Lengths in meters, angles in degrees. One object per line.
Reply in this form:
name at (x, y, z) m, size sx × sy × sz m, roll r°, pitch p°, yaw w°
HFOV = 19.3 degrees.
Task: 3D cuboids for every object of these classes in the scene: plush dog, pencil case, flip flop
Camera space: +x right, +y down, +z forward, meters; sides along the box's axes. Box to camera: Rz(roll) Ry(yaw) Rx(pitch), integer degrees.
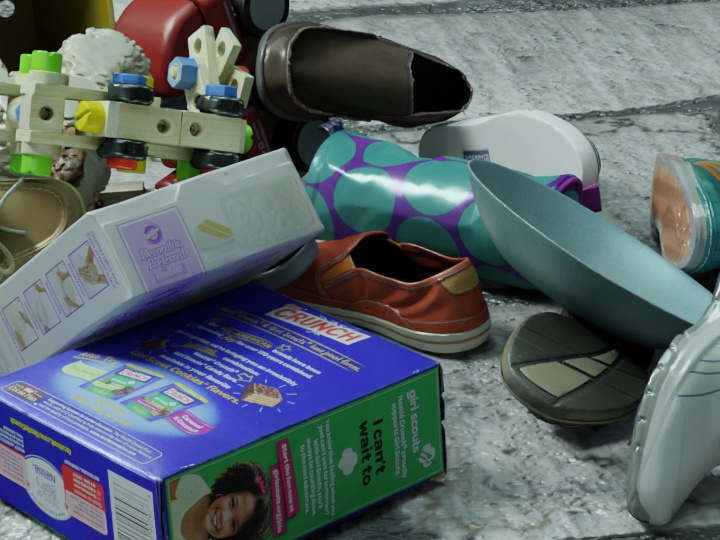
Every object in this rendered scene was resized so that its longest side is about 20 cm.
plush dog at (-0.229, -0.056, 1.405) m, size 0.200 × 0.172 × 0.161 m, roll -2°, pitch 46°, yaw -31°
pencil case at (0.057, -0.044, 1.462) m, size 0.200 × 0.085 × 0.092 m, roll 14°, pitch 36°, yaw 31°
flip flop at (0.125, 0.061, 1.251) m, size 0.081 × 0.058 × 0.200 m, roll 37°, pitch 16°, yaw 6°

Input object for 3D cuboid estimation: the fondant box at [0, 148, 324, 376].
fondant box at (-0.135, 0.006, 1.256) m, size 0.144 × 0.058 × 0.200 m, roll -21°, pitch -8°, yaw -38°

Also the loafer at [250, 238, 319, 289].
loafer at (-0.110, -0.032, 1.416) m, size 0.200 × 0.063 × 0.072 m, roll 6°, pitch 45°, yaw 46°

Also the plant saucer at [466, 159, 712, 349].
plant saucer at (0.142, 0.000, 1.298) m, size 0.201 × 0.039 × 0.201 m, roll 29°, pitch 13°, yaw -8°

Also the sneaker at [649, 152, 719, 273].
sneaker at (0.246, -0.043, 1.450) m, size 0.080 × 0.071 × 0.200 m, roll 5°, pitch 14°, yaw 2°

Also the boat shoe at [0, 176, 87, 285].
boat shoe at (-0.262, -0.014, 1.268) m, size 0.200 × 0.073 × 0.063 m, roll -16°, pitch -14°, yaw -8°

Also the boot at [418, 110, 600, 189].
boot at (0.132, -0.088, 1.547) m, size 0.090 × 0.073 × 0.200 m, roll -11°, pitch 13°, yaw -30°

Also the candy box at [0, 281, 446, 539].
candy box at (-0.080, 0.087, 1.174) m, size 0.200 × 0.077 × 0.169 m, roll -22°, pitch 29°, yaw -37°

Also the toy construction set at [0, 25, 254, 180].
toy construction set at (-0.143, -0.094, 1.279) m, size 0.200 × 0.092 × 0.131 m, roll -12°, pitch 10°, yaw -33°

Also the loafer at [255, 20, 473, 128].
loafer at (0.007, -0.143, 1.531) m, size 0.071 × 0.073 × 0.200 m, roll 0°, pitch 1°, yaw 43°

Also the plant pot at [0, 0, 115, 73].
plant pot at (-0.318, -0.203, 1.733) m, size 0.200 × 0.200 × 0.176 m, roll -9°, pitch 13°, yaw -18°

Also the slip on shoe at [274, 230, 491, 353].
slip on shoe at (0.000, 0.000, 1.392) m, size 0.200 × 0.061 × 0.074 m, roll 16°, pitch 31°, yaw 38°

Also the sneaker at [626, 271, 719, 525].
sneaker at (0.211, 0.060, 1.164) m, size 0.087 × 0.075 × 0.200 m, roll 29°, pitch 68°, yaw 17°

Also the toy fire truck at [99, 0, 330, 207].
toy fire truck at (-0.144, -0.109, 1.535) m, size 0.129 × 0.176 × 0.200 m, roll 13°, pitch 42°, yaw 43°
